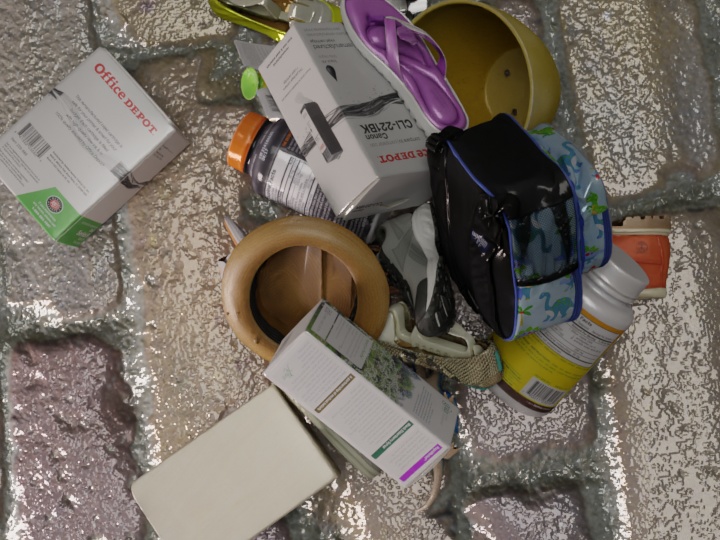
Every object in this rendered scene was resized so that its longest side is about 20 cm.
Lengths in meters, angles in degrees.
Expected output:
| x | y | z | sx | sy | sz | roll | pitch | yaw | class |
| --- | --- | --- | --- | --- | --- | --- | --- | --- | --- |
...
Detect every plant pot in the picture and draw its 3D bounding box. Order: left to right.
| x | y | z | sx | sy | sz | roll | pitch | yaw | class |
| --- | --- | --- | --- | --- | --- | --- | --- | --- | --- |
| 0.149 | -0.205 | 1.204 | 0.200 | 0.142 | 0.200 | 9 | 103 | 40 | plant pot |

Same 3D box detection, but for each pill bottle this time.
| x | y | z | sx | sy | sz | roll | pitch | yaw | class |
| --- | --- | --- | --- | --- | --- | --- | --- | --- | --- |
| -0.056 | -0.118 | 1.246 | 0.200 | 0.106 | 0.106 | 25 | 87 | 7 | pill bottle |
| 0.226 | 0.061 | 1.170 | 0.109 | 0.109 | 0.200 | 41 | 112 | 7 | pill bottle |

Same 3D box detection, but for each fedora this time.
| x | y | z | sx | sy | sz | roll | pitch | yaw | class |
| --- | --- | --- | --- | --- | --- | --- | --- | --- | --- |
| -0.058 | 0.016 | 1.170 | 0.200 | 0.082 | 0.201 | 3 | 122 | 5 | fedora |

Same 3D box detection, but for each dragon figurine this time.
| x | y | z | sx | sy | sz | roll | pitch | yaw | class |
| --- | --- | --- | --- | --- | --- | --- | --- | --- | --- |
| 0.085 | 0.173 | 1.227 | 0.059 | 0.099 | 0.200 | -6 | 101 | 6 | dragon figurine |

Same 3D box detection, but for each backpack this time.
| x | y | z | sx | sy | sz | roll | pitch | yaw | class |
| --- | --- | --- | --- | --- | --- | --- | --- | --- | --- |
| 0.165 | -0.040 | 1.061 | 0.147 | 0.183 | 0.200 | -17 | 125 | -11 | backpack |

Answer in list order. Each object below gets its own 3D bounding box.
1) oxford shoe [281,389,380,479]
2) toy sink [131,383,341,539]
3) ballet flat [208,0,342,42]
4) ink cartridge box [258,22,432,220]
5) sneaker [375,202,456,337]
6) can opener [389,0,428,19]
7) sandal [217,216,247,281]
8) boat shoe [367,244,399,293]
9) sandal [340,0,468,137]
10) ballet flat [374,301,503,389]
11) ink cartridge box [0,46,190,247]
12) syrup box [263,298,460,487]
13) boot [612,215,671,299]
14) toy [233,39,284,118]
| x | y | z | sx | sy | sz | roll | pitch | yaw | class |
| --- | --- | --- | --- | --- | --- | --- | --- | --- | --- |
| -0.031 | 0.161 | 1.203 | 0.058 | 0.075 | 0.200 | -45 | 117 | -4 | oxford shoe |
| -0.140 | 0.242 | 1.216 | 0.200 | 0.112 | 0.130 | -36 | 83 | -4 | toy sink |
| -0.096 | -0.316 | 1.288 | 0.200 | 0.067 | 0.067 | 18 | 86 | 6 | ballet flat |
| 0.002 | -0.167 | 1.146 | 0.084 | 0.144 | 0.200 | -41 | 71 | 43 | ink cartridge box |
| 0.058 | 0.005 | 1.149 | 0.079 | 0.200 | 0.074 | -14 | 126 | 6 | sneaker |
| 0.061 | -0.299 | 1.278 | 0.053 | 0.066 | 0.200 | -9 | 88 | 3 | can opener |
| -0.128 | 0.033 | 1.251 | 0.059 | 0.079 | 0.207 | -27 | 85 | -1 | sandal |
| 0.000 | 0.000 | 1.248 | 0.200 | 0.068 | 0.072 | -7 | 84 | 4 | boat shoe |
| 0.058 | -0.231 | 1.131 | 0.082 | 0.050 | 0.203 | -32 | 83 | -37 | sandal |
| 0.067 | 0.074 | 1.169 | 0.200 | 0.075 | 0.068 | 14 | 42 | 30 | ballet flat |
| -0.332 | -0.149 | 1.283 | 0.200 | 0.084 | 0.146 | -42 | 83 | 0 | ink cartridge box |
| 0.004 | 0.131 | 1.120 | 0.200 | 0.079 | 0.081 | 40 | 117 | -7 | syrup box |
| 0.264 | -0.007 | 1.226 | 0.200 | 0.075 | 0.107 | -2 | 89 | 4 | boot |
| -0.054 | -0.206 | 1.230 | 0.047 | 0.200 | 0.115 | -46 | 57 | 38 | toy |
